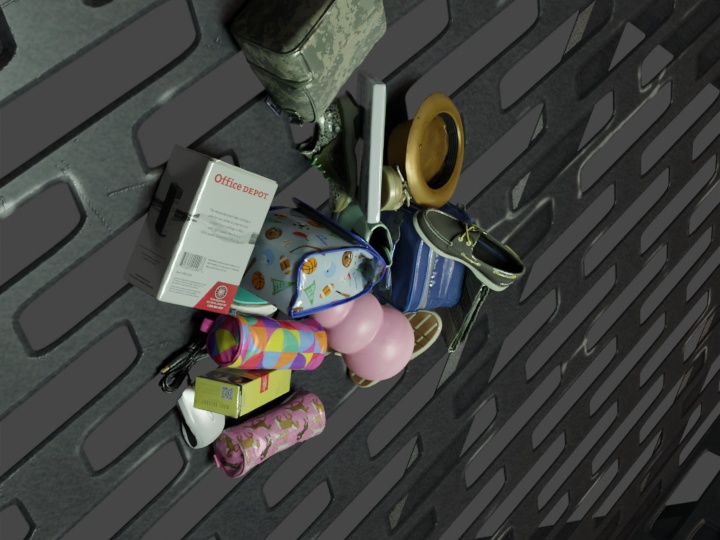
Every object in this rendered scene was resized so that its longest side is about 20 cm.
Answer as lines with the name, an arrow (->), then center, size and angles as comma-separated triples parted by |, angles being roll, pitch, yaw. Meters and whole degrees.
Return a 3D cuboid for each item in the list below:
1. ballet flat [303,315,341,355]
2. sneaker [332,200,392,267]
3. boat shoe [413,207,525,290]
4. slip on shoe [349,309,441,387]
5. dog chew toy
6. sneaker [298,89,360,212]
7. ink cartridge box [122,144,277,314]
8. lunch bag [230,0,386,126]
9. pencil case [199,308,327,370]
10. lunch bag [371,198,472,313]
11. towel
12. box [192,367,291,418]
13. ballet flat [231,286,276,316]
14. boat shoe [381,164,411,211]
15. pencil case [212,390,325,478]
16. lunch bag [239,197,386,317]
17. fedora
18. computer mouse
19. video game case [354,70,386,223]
ballet flat -> -0.035, 0.119, 1.916 | 0.199, 0.068, 0.067 | 17, 133, -42
sneaker -> 0.000, 0.000, 1.834 | 0.073, 0.118, 0.202 | -14, 119, -29
boat shoe -> 0.177, -0.044, 1.832 | 0.201, 0.061, 0.072 | 33, 55, -16
slip on shoe -> 0.067, 0.135, 2.007 | 0.200, 0.076, 0.061 | -44, 167, 21
dog chew toy -> -0.006, 0.087, 1.813 | 0.200, 0.124, 0.125 | 42, 75, -28
sneaker -> -0.053, -0.179, 1.733 | 0.088, 0.077, 0.201 | -7, 125, -14
ink cartridge box -> -0.217, -0.055, 1.556 | 0.144, 0.083, 0.201 | 16, 98, -54
lunch bag -> -0.060, -0.317, 1.553 | 0.200, 0.139, 0.168 | -53, 143, -15
pencil case -> -0.140, 0.105, 1.700 | 0.199, 0.088, 0.089 | 11, 101, -49
lunch bag -> 0.091, -0.022, 1.931 | 0.132, 0.136, 0.201 | -4, 111, -33
towel -> 0.172, 0.016, 1.987 | 0.034, 0.201, 0.193 | 3, 138, -19
box -> -0.173, 0.171, 1.705 | 0.200, 0.075, 0.051 | -13, 112, -70
ballet flat -> -0.135, 0.035, 1.746 | 0.199, 0.069, 0.070 | -26, 130, -44
boat shoe -> 0.045, -0.130, 1.778 | 0.062, 0.200, 0.074 | -3, 94, -8
pencil case -> -0.147, 0.263, 1.844 | 0.199, 0.083, 0.087 | -23, 137, -45
lunch bag -> -0.080, -0.025, 1.682 | 0.199, 0.170, 0.125 | -9, 122, -49
fedora -> 0.100, -0.197, 1.870 | 0.200, 0.081, 0.202 | -16, 109, -58
computer mouse -> -0.239, 0.197, 1.716 | 0.110, 0.044, 0.201 | -42, 139, -32
video game case -> 0.012, -0.189, 1.697 | 0.022, 0.182, 0.202 | 0, 106, -7
